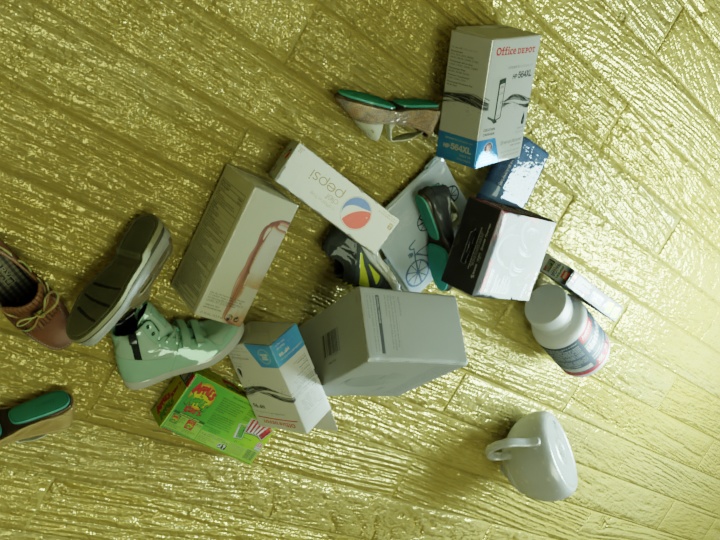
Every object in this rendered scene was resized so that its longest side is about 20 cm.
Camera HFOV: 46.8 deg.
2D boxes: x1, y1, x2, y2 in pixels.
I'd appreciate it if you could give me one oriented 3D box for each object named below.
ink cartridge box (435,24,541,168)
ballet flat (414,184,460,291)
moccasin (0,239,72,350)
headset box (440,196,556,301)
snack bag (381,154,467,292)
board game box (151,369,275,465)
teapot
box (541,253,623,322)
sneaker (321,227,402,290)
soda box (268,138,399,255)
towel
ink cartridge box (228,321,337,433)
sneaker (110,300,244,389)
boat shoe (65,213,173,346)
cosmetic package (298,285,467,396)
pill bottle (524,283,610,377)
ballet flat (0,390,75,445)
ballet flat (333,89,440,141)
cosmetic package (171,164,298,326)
[{"bbox_3d":[0.204,-0.281,1.335,0.145,0.083,0.204,-20,125,-44],"label":"ink cartridge box"},{"bbox_3d":[0.145,-0.058,1.415,0.072,0.073,0.203,-28,123,-18],"label":"ballet flat"},{"bbox_3d":[-0.439,0.033,1.090,0.073,0.077,0.204,-34,129,-17],"label":"moccasin"},{"bbox_3d":[0.229,-0.034,1.404,0.198,0.077,0.152,6,106,-48],"label":"headset box"},{"bbox_3d":[0.109,-0.073,1.439,0.188,0.021,0.201,-44,130,-8],"label":"snack bag"},{"bbox_3d":[-0.228,0.233,1.352,0.199,0.047,0.102,35,91,-40],"label":"board game box"},{"bbox_3d":[0.361,0.402,1.767,0.144,0.197,0.203,-23,99,23],"label":"teapot"},{"bbox_3d":[0.426,0.029,1.643,0.199,0.110,0.035,30,96,-39],"label":"box"},{"bbox_3d":[0.000,0.000,1.380,0.084,0.074,0.202,-35,119,-5],"label":"sneaker"},{"bbox_3d":[-0.040,-0.110,1.256,0.199,0.064,0.069,36,93,-20],"label":"soda box"},{"bbox_3d":[0.251,-0.137,1.467,0.111,0.048,0.203,23,94,-46],"label":"towel"},{"bbox_3d":[-0.124,0.185,1.317,0.068,0.115,0.203,-39,117,-41],"label":"ink cartridge box"},{"bbox_3d":[-0.269,0.089,1.231,0.198,0.074,0.120,-24,131,-19],"label":"sneaker"},{"bbox_3d":[-0.322,0.023,1.145,0.202,0.074,0.069,-58,148,-17],"label":"boat shoe"},{"bbox_3d":[0.032,0.121,1.355,0.197,0.199,0.125,8,64,-33],"label":"cosmetic package"},{"bbox_3d":[0.412,0.118,1.671,0.120,0.119,0.200,-49,130,-2],"label":"pill bottle"},{"bbox_3d":[-0.496,0.225,1.161,0.197,0.069,0.064,-11,133,-28],"label":"ballet flat"},{"bbox_3d":[0.042,-0.233,1.285,0.197,0.068,0.068,0,116,-32],"label":"ballet flat"},{"bbox_3d":[-0.184,-0.035,1.211,0.086,0.103,0.203,19,104,-40],"label":"cosmetic package"}]
